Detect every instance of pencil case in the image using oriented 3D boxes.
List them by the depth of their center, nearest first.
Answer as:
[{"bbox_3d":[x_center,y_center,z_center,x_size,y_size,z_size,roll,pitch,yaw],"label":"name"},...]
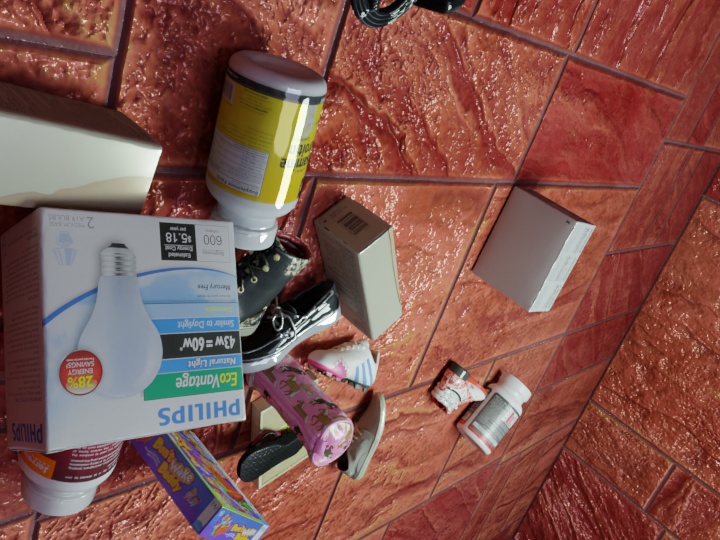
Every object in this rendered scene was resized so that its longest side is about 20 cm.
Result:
[{"bbox_3d":[-0.093,0.196,0.991,0.086,0.199,0.084,-28,138,-29],"label":"pencil case"}]

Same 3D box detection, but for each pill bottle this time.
[{"bbox_3d":[-0.113,-0.132,0.756,0.111,0.111,0.204,-11,128,-46],"label":"pill bottle"},{"bbox_3d":[-0.322,0.173,0.764,0.112,0.112,0.203,-1,120,-50],"label":"pill bottle"},{"bbox_3d":[0.359,0.378,1.791,0.200,0.115,0.116,-47,146,-9],"label":"pill bottle"}]

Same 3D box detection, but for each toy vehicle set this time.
[{"bbox_3d":[-0.134,0.279,1.171,0.123,0.026,0.204,-25,136,-37],"label":"toy vehicle set"}]

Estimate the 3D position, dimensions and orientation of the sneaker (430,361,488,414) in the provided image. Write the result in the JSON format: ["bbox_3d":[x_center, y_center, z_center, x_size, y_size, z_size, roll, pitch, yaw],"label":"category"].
[{"bbox_3d":[0.234,0.298,1.612,0.109,0.067,0.201,-50,143,-3],"label":"sneaker"}]

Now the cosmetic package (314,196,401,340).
[{"bbox_3d":[0.000,0.000,1.023,0.073,0.103,0.202,-38,144,-22],"label":"cosmetic package"}]

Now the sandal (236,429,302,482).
[{"bbox_3d":[-0.153,0.295,1.108,0.076,0.045,0.199,-55,161,12],"label":"sandal"}]

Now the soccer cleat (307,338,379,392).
[{"bbox_3d":[-0.027,0.151,1.168,0.200,0.069,0.088,36,75,-59],"label":"soccer cleat"}]

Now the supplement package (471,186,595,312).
[{"bbox_3d":[0.352,-0.043,1.373,0.110,0.155,0.203,3,118,-52],"label":"supplement package"}]

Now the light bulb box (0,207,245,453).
[{"bbox_3d":[-0.228,0.058,0.651,0.195,0.123,0.205,0,81,-42],"label":"light bulb box"}]

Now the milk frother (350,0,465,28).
[{"bbox_3d":[0.025,-0.352,0.665,0.197,0.187,0.184,-18,132,-40],"label":"milk frother"}]

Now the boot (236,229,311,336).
[{"bbox_3d":[-0.160,0.013,0.830,0.154,0.074,0.202,-46,157,19],"label":"boot"}]

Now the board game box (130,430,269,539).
[{"bbox_3d":[-0.222,0.281,0.906,0.045,0.199,0.135,-46,146,-9],"label":"board game box"}]

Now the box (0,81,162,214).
[{"bbox_3d":[-0.286,-0.108,0.581,0.198,0.095,0.079,4,117,-51],"label":"box"}]

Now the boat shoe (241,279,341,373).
[{"bbox_3d":[-0.111,0.076,0.979,0.197,0.073,0.069,-26,130,-26],"label":"boat shoe"}]

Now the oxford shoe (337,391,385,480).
[{"bbox_3d":[0.002,0.338,1.363,0.057,0.075,0.204,15,109,-16],"label":"oxford shoe"}]
